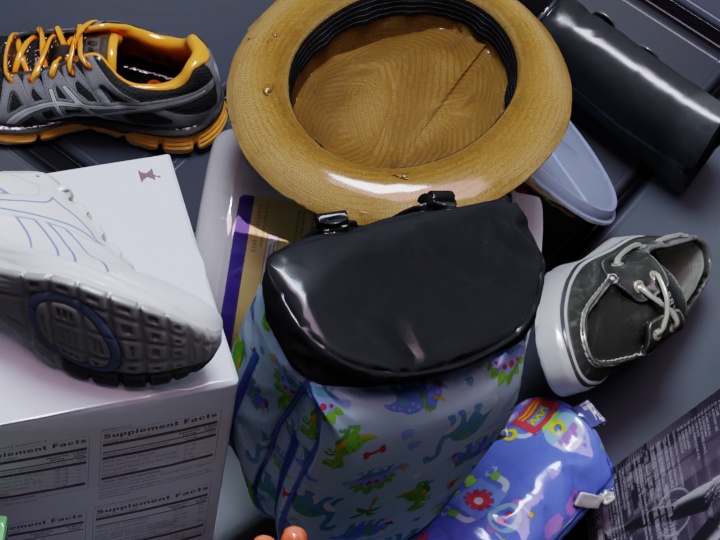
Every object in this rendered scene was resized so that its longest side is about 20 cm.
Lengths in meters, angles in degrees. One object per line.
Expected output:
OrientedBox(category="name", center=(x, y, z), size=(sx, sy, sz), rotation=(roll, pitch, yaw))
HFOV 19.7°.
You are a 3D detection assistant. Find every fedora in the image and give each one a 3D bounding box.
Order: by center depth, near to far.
OrientedBox(category="fedora", center=(0.021, -0.085, 1.169), size=(0.200, 0.082, 0.201), rotation=(2, 54, -3))

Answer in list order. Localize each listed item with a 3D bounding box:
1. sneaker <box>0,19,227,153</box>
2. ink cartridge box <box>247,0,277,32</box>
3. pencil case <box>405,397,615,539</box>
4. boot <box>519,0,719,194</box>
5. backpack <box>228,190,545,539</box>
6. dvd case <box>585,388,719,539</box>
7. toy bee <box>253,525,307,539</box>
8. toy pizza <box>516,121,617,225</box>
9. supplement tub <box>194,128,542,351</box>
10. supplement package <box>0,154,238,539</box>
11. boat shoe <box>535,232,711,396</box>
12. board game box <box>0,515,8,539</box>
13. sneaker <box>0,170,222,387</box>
OrientedBox(category="sneaker", center=(-0.184, -0.130, 1.343), size=(0.199, 0.077, 0.079), rotation=(2, 57, -6))
OrientedBox(category="ink cartridge box", center=(0.013, -0.214, 1.360), size=(0.047, 0.200, 0.198), rotation=(50, 56, -14))
OrientedBox(category="pencil case", center=(0.068, 0.157, 1.186), size=(0.087, 0.078, 0.200), rotation=(26, 54, 35))
OrientedBox(category="boot", center=(0.154, -0.146, 1.350), size=(0.200, 0.165, 0.066), rotation=(43, 85, 11))
OrientedBox(category="backpack", center=(0.000, 0.065, 1.102), size=(0.163, 0.200, 0.154), rotation=(-13, 75, -32))
OrientedBox(category="dvd case", center=(0.205, 0.131, 1.154), size=(0.016, 0.200, 0.149), rotation=(30, 36, -27))
OrientedBox(category="toy bee", center=(-0.044, 0.190, 1.053), size=(0.200, 0.109, 0.131), rotation=(35, 46, 22))
OrientedBox(category="toy pizza", center=(0.088, -0.100, 1.323), size=(0.032, 0.200, 0.201), rotation=(-43, 64, 17))
OrientedBox(category="supplement tub", center=(0.000, 0.000, 1.242), size=(0.199, 0.146, 0.146), rotation=(10, 55, -3))
OrientedBox(category="supplement package", center=(-0.163, 0.065, 1.139), size=(0.150, 0.200, 0.152), rotation=(-10, 57, -15))
OrientedBox(category="boat shoe", center=(0.161, 0.017, 1.252), size=(0.063, 0.071, 0.200), rotation=(-12, 14, 29))
OrientedBox(category="board game box", center=(-0.212, 0.241, 1.052), size=(0.029, 0.135, 0.201), rotation=(9, 55, -2))
OrientedBox(category="sneaker", center=(-0.157, -0.009, 1.026), size=(0.199, 0.075, 0.087), rotation=(22, 51, 6))
